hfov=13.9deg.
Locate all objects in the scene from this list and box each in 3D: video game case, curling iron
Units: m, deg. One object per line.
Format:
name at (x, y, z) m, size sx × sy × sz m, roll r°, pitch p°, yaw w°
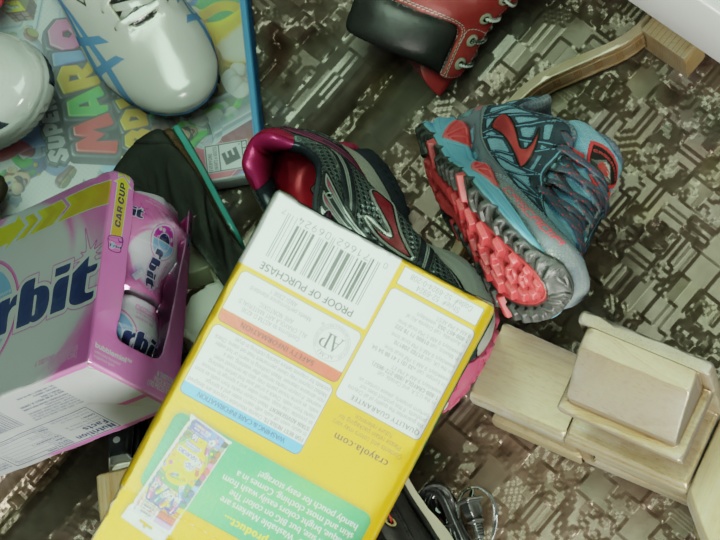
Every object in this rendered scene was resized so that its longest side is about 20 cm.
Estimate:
video game case at (-0.157, -0.104, 1.689) m, size 0.199 × 0.018 × 0.144 m, roll -9°, pitch 72°, yaw 8°
curling iron at (0.002, 0.088, 1.593) m, size 0.200 × 0.026 × 0.050 m, roll 44°, pitch 122°, yaw 23°

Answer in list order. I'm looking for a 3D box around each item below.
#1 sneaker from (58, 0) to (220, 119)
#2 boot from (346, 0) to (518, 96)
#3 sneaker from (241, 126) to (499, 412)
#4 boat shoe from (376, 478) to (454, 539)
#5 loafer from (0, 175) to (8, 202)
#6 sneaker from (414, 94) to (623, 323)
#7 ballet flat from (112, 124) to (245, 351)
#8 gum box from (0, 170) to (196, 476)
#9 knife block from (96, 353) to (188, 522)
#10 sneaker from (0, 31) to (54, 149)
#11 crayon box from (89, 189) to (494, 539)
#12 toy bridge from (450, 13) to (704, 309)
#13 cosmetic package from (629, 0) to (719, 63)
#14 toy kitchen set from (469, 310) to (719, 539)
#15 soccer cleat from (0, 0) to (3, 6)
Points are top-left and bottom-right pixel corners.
sneaker at (-0.143, -0.172, 1.660) m, size 0.072 × 0.073 × 0.201 m, roll -30°, pitch 72°, yaw -1°
boot at (0.096, -0.162, 1.642) m, size 0.199 × 0.072 × 0.145 m, roll 9°, pitch 103°, yaw -6°
sneaker at (0.000, 0.000, 1.568) m, size 0.081 × 0.075 × 0.200 m, roll -52°, pitch 49°, yaw 15°
boat shoe at (-0.012, 0.127, 1.557) m, size 0.202 × 0.063 × 0.074 m, roll 52°, pitch 125°, yaw 20°
loafer at (-0.295, -0.048, 1.658) m, size 0.199 × 0.076 × 0.068 m, roll 12°, pitch 75°, yaw 27°
sneaker at (0.092, -0.046, 1.520) m, size 0.095 × 0.080 × 0.200 m, roll -23°, pitch 28°, yaw -3°
ballet flat at (-0.077, 0.006, 1.590) m, size 0.068 × 0.068 × 0.200 m, roll -34°, pitch 55°, yaw -6°
gum box at (-0.175, 0.035, 1.563) m, size 0.199 × 0.066 × 0.114 m, roll -22°, pitch 52°, yaw 38°
knife block at (-0.100, 0.135, 1.527) m, size 0.064 × 0.200 × 0.176 m, roll -14°, pitch 101°, yaw 6°
sneaker at (-0.278, -0.124, 1.640) m, size 0.198 × 0.130 × 0.080 m, roll 19°, pitch 85°, yaw 27°
crayon box at (-0.034, 0.078, 1.473) m, size 0.125 × 0.052 × 0.201 m, roll 28°, pitch 84°, yaw 4°
toy bridge at (0.102, -0.065, 1.623) m, size 0.067 × 0.027 × 0.200 m, roll 38°, pitch 83°, yaw 21°
cosmetic package at (0.239, -0.148, 1.562) m, size 0.200 × 0.085 × 0.108 m, roll 35°, pitch 82°, yaw -1°
toy kitchen set at (0.126, 0.136, 1.485) m, size 0.199 × 0.163 × 0.181 m, roll 23°, pitch 79°, yaw 17°
soccer cleat at (-0.272, -0.207, 1.717) m, size 0.076 × 0.067 × 0.200 m, roll -42°, pitch 63°, yaw 12°
